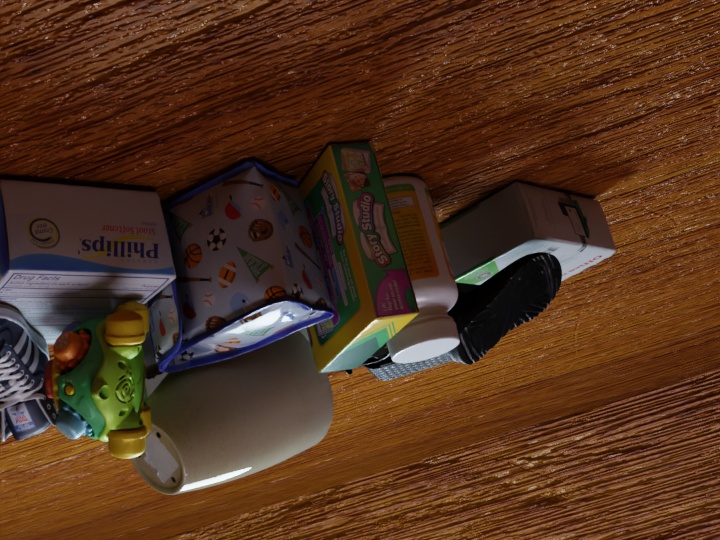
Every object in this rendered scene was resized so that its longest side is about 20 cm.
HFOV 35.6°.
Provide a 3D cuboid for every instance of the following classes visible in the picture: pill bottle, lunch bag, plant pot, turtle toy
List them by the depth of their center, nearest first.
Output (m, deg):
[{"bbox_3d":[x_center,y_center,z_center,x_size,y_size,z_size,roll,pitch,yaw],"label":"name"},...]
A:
[{"bbox_3d":[-0.267,0.106,1.146,0.101,0.147,0.200,-1,-174,-8],"label":"turtle toy"},{"bbox_3d":[-0.154,0.002,1.206,0.199,0.171,0.124,-23,158,23],"label":"lunch bag"},{"bbox_3d":[-0.164,0.167,1.286,0.187,0.188,0.200,-34,178,43],"label":"plant pot"},{"bbox_3d":[0.050,0.001,1.313,0.111,0.201,0.111,-13,161,-5],"label":"pill bottle"}]

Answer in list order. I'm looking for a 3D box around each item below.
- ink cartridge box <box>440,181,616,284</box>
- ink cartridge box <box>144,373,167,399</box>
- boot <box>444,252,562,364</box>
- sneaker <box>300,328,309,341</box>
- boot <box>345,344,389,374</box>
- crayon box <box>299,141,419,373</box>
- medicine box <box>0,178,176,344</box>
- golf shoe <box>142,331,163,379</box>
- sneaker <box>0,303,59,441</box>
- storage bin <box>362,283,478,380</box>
[{"bbox_3d":[0.226,-0.041,1.511,0.146,0.085,0.199,-30,156,37],"label":"ink cartridge box"},{"bbox_3d":[-0.237,0.135,1.552,0.084,0.147,0.200,-17,161,5],"label":"ink cartridge box"},{"bbox_3d":[0.132,0.029,1.414,0.200,0.077,0.168,-39,-147,-23],"label":"boot"},{"bbox_3d":[-0.128,0.081,1.400,0.199,0.088,0.075,0,161,46],"label":"sneaker"},{"bbox_3d":[0.049,0.049,1.545,0.199,0.139,0.077,-24,159,20],"label":"boot"},{"bbox_3d":[-0.017,-0.011,1.227,0.058,0.201,0.173,-5,159,-27],"label":"crayon box"},{"bbox_3d":[-0.324,-0.002,1.167,0.182,0.103,0.200,2,154,-41],"label":"medicine box"},{"bbox_3d":[-0.224,0.051,1.300,0.072,0.092,0.200,-13,-155,36],"label":"golf shoe"},{"bbox_3d":[-0.355,0.106,1.121,0.070,0.109,0.200,-16,161,2],"label":"sneaker"},{"bbox_3d":[0.088,0.064,1.620,0.199,0.136,0.094,-17,162,6],"label":"storage bin"}]
